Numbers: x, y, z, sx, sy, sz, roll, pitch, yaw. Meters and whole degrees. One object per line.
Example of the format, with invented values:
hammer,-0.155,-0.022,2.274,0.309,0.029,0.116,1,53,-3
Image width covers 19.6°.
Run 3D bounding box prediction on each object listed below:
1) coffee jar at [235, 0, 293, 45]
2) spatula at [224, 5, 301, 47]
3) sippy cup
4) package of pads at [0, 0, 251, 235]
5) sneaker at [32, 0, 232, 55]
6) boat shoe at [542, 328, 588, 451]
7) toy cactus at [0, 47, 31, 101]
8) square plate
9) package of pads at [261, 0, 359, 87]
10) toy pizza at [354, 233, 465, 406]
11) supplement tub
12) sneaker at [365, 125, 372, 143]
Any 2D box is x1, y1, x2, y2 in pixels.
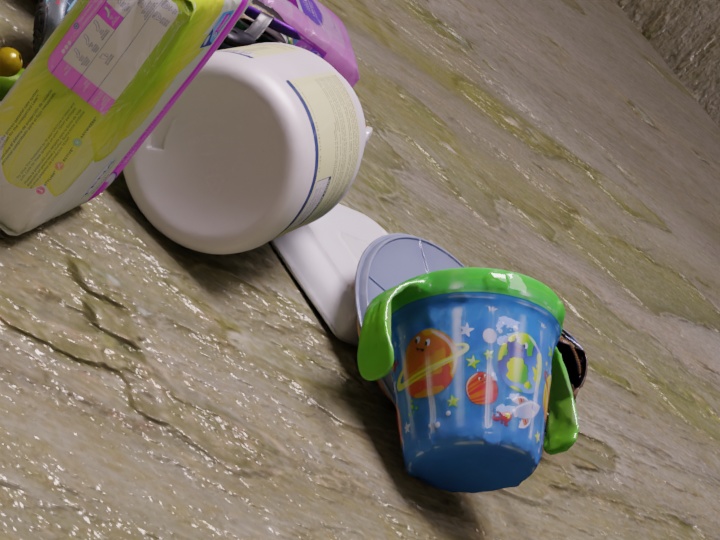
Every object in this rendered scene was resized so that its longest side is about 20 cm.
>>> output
coffee jar,-0.101,-0.166,1.779,0.104,0.085,0.200,27,23,-24
spatula,-0.086,-0.192,1.672,0.056,0.021,0.200,27,15,3
sippy cup,0.080,0.085,1.504,0.178,0.140,0.131,4,62,-6
package of pads,-0.162,-0.120,1.337,0.068,0.200,0.155,40,18,2
sneaker,-0.167,-0.182,1.603,0.095,0.079,0.200,11,6,31
boat shoe,0.159,0.087,1.789,0.072,0.072,0.200,39,18,-15
toy cactus,-0.293,-0.153,1.322,0.200,0.102,0.165,42,29,-17
square plate,0.000,0.000,1.715,0.198,0.028,0.200,21,29,-51
package of pads,-0.096,-0.244,1.995,0.200,0.076,0.121,35,17,-27
toy pizza,0.059,0.064,1.634,0.200,0.032,0.200,34,40,-34
supplement tub,-0.080,-0.095,1.560,0.145,0.145,0.200,45,17,5
sneaker,-0.045,-0.116,1.833,0.082,0.077,0.200,29,8,-12
